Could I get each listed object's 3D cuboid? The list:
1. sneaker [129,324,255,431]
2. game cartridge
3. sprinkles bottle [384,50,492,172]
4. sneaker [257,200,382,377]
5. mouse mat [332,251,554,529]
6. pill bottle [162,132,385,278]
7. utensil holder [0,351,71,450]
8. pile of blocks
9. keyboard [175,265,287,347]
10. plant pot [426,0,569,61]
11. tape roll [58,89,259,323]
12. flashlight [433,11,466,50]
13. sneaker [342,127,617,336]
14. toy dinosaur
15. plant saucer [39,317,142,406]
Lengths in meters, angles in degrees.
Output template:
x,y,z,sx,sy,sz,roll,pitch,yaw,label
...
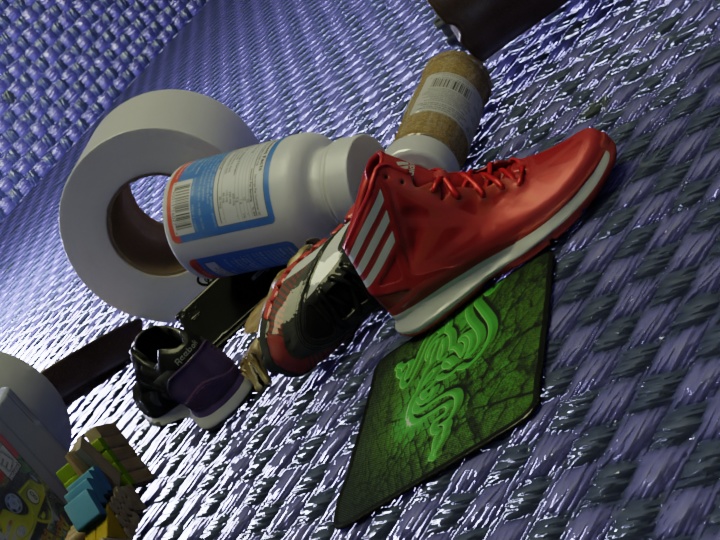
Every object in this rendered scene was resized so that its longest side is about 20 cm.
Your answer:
x,y,z,sx,sy,sz,roll,pitch,yaw,label
-0.160,0.079,1.336,0.076,0.088,0.200,-49,17,-22,sneaker
-0.277,0.198,1.225,0.041,0.134,0.201,-24,24,27,game cartridge
0.066,-0.119,1.350,0.068,0.068,0.201,-32,19,30,sprinkles bottle
0.000,0.000,1.196,0.201,0.071,0.098,-48,15,-22,sneaker
0.056,0.072,1.002,0.160,0.008,0.200,-35,17,25,mouse mat
-0.071,-0.061,1.410,0.198,0.113,0.113,-10,32,32,pill bottle
-0.366,0.186,1.404,0.169,0.170,0.200,-34,17,26,utensil holder
-0.210,0.183,1.199,0.062,0.082,0.200,-39,17,8,pile of blocks
-0.085,0.000,1.485,0.200,0.040,0.104,-41,40,2,keyboard
0.137,-0.311,1.428,0.198,0.201,0.201,-38,17,11,plant pot
-0.194,-0.068,1.587,0.202,0.203,0.139,-37,18,14,tape roll
0.161,-0.296,1.580,0.199,0.068,0.068,-31,20,29,flashlight
0.073,-0.055,1.081,0.200,0.116,0.078,-41,13,3,sneaker
-0.058,0.016,1.316,0.101,0.058,0.201,-34,18,29,toy dinosaur
-0.296,0.114,1.570,0.199,0.035,0.200,-32,-3,-2,plant saucer
